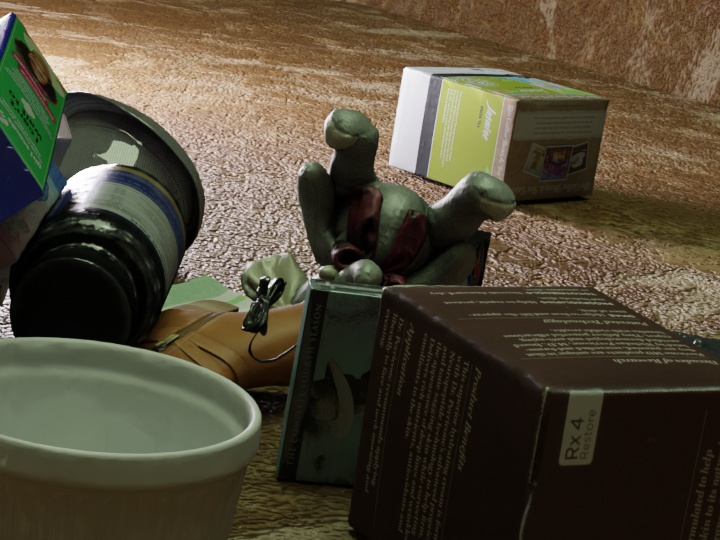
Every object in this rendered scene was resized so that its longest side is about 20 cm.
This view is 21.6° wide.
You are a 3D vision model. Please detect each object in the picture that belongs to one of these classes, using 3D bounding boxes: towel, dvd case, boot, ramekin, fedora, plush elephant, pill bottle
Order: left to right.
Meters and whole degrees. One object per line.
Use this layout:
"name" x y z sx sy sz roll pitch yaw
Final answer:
"ramekin" -0.160 0.119 1.083 0.198 0.106 0.200 8 14 -2
"pill bottle" -0.191 0.000 1.366 0.111 0.113 0.200 9 19 0
"fedora" -0.241 -0.070 1.744 0.198 0.178 0.090 17 45 29
"towel" -0.100 0.046 1.585 0.199 0.024 0.152 19 17 32
"boot" -0.084 0.065 1.393 0.198 0.078 0.155 12 18 20
"plush elephant" 0.000 0.000 1.501 0.164 0.200 0.156 29 46 -5
"dvd case" 0.050 0.084 1.278 0.198 0.147 0.022 8 23 -10

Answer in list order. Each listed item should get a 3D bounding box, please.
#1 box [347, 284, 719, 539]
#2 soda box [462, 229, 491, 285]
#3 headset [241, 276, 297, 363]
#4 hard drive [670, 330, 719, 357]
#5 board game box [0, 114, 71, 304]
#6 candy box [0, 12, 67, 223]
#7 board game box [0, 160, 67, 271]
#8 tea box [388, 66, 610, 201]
"box" 0.114 0.115 1.151 0.163 0.168 0.200 1 17 -29
"soda box" 0.066 0.004 1.775 0.070 0.064 0.200 14 15 14
"headset" 0.013 0.063 1.335 0.198 0.124 0.094 19 32 0
"hard drive" 0.310 0.103 1.582 0.133 0.043 0.200 12 15 9
"board game box" -0.345 -0.050 1.444 0.198 0.200 0.044 0 51 -31
"candy box" -0.282 -0.069 1.228 0.168 0.077 0.200 -31 24 9
"board game box" -0.311 -0.001 1.322 0.199 0.044 0.199 -31 15 9
"tea box" 0.177 -0.176 2.415 0.196 0.135 0.199 21 18 38
